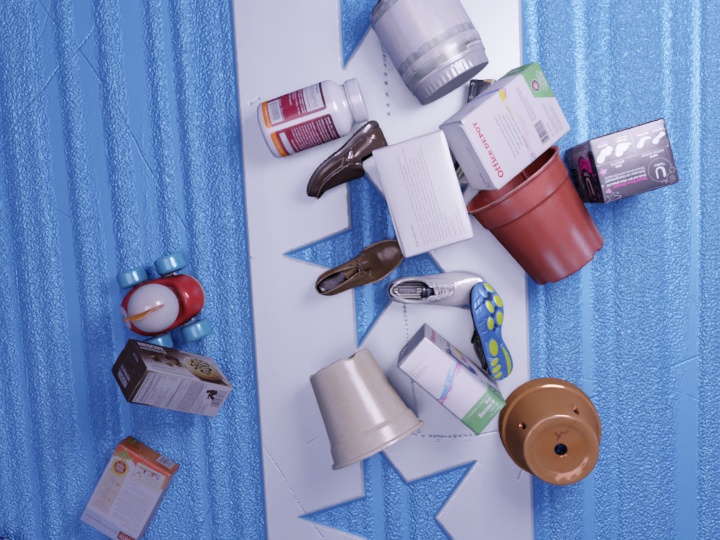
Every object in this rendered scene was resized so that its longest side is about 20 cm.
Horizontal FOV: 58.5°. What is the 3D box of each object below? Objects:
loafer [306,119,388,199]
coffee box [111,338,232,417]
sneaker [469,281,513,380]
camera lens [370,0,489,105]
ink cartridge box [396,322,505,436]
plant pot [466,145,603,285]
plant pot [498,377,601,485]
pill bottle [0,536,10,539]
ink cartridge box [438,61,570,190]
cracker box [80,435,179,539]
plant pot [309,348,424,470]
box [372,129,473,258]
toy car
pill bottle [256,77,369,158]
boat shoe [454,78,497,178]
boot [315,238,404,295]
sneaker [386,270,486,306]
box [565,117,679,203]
[{"bbox_3d":[-0.024,-0.207,1.269,0.200,0.073,0.071,-43,89,9],"label":"loafer"},{"bbox_3d":[-0.372,0.215,1.278,0.113,0.200,0.080,40,101,46],"label":"coffee box"},{"bbox_3d":[0.243,0.119,1.266,0.071,0.083,0.200,-20,105,-23],"label":"sneaker"},{"bbox_3d":[0.125,-0.431,1.186,0.160,0.160,0.200,-30,92,8],"label":"camera lens"},{"bbox_3d":[0.174,0.206,1.254,0.200,0.145,0.088,39,98,2],"label":"ink cartridge box"},{"bbox_3d":[0.332,-0.092,1.192,0.201,0.201,0.195,-36,99,9],"label":"plant pot"},{"bbox_3d":[0.375,0.324,1.248,0.200,0.140,0.200,1,97,7],"label":"plant pot"},{"bbox_3d":[-0.873,0.632,1.430,0.200,0.116,0.116,20,98,5],"label":"pill bottle"},{"bbox_3d":[0.263,-0.260,1.174,0.200,0.084,0.145,-39,110,-16],"label":"ink cartridge box"},{"bbox_3d":[-0.502,0.483,1.402,0.134,0.058,0.200,30,97,3],"label":"cracker box"},{"bbox_3d":[-0.003,0.263,1.271,0.200,0.200,0.184,-28,81,8],"label":"plant pot"},{"bbox_3d":[0.117,-0.139,1.197,0.131,0.199,0.200,-17,94,7],"label":"box"},{"bbox_3d":[-0.419,0.077,1.279,0.177,0.200,0.185,-19,93,8],"label":"toy car"},{"bbox_3d":[-0.090,-0.300,1.248,0.200,0.113,0.113,-17,94,8],"label":"pill bottle"},{"bbox_3d":[0.210,-0.275,1.240,0.062,0.075,0.200,18,93,9],"label":"boat shoe"},{"bbox_3d":[0.000,0.000,1.289,0.200,0.075,0.074,-27,91,7],"label":"boot"},{"bbox_3d":[0.151,0.042,1.277,0.200,0.071,0.073,-6,95,7],"label":"sneaker"},{"bbox_3d":[0.460,-0.188,1.154,0.132,0.200,0.115,-16,93,8],"label":"box"}]
